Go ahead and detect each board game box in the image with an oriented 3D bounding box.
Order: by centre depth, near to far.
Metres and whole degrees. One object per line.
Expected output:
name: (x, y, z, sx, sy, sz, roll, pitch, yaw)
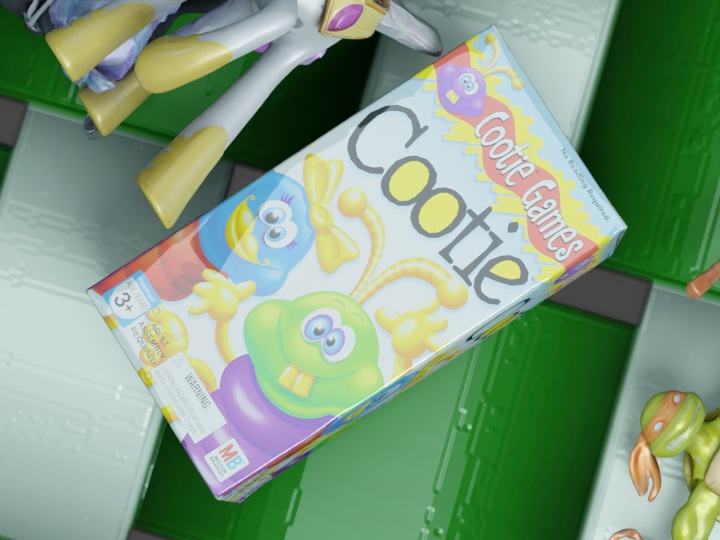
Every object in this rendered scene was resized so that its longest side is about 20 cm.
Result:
board game box: (0.000, 0.000, 1.101, 0.199, 0.103, 0.105, -34, 84, -1)

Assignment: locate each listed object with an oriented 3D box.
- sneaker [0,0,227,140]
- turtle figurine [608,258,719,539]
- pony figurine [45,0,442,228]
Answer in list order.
sneaker: (-0.143, -0.121, 1.132, 0.199, 0.078, 0.141, -14, 83, 1)
turtle figurine: (0.174, 0.099, 1.105, 0.161, 0.064, 0.201, 30, 77, -3)
pony figurine: (-0.027, -0.120, 1.046, 0.199, 0.193, 0.167, -33, 120, -4)
